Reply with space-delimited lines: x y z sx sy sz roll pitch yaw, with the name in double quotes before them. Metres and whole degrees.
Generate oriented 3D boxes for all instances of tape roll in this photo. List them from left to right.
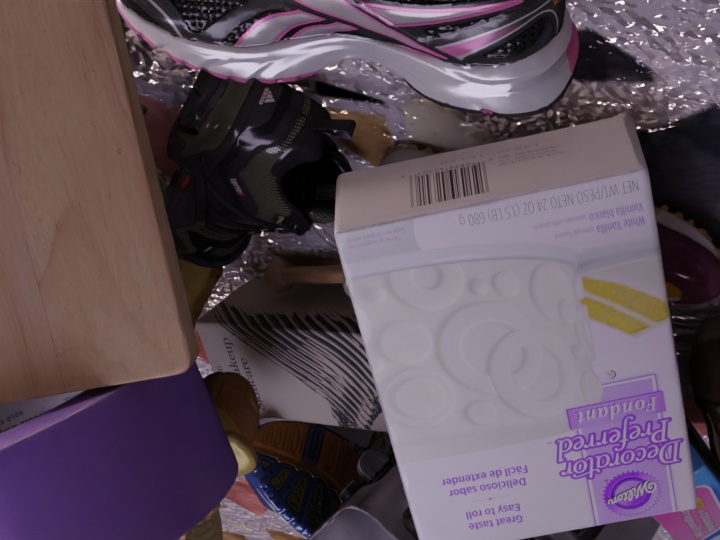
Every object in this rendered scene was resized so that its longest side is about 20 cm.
"tape roll" -0.172 0.107 0.790 0.199 0.200 0.085 -6 108 51

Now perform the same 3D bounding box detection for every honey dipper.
"honey dipper" 0.000 0.000 0.935 0.038 0.038 0.199 35 160 -31

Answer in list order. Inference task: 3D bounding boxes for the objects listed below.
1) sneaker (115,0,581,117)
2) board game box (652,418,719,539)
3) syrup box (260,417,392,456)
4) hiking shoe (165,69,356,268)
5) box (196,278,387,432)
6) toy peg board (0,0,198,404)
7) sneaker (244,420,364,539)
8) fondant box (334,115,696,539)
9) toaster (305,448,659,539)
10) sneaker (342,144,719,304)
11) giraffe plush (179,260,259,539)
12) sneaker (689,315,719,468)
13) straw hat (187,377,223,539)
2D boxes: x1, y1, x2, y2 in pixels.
"sneaker" -0.007 -0.129 0.594 0.199 0.081 0.087 8 144 12
"board game box" 0.189 0.116 0.889 0.200 0.040 0.153 45 -168 -45
"syrup box" 0.018 0.126 1.149 0.199 0.079 0.081 31 157 -22
"hiking shoe" -0.056 -0.042 0.824 0.100 0.076 0.200 24 158 3
"box" -0.013 0.056 0.993 0.199 0.068 0.083 0 118 42
"toy peg board" -0.189 -0.041 0.744 0.198 0.201 0.098 -10 -168 10
"sneaker" -0.024 0.169 1.075 0.200 0.076 0.088 35 157 -35
"fondant box" 0.079 0.037 0.715 0.143 0.058 0.201 -11 122 7
"toaster" 0.088 0.181 0.987 0.200 0.181 0.119 43 146 9
"sneaker" 0.089 0.003 0.769 0.199 0.091 0.075 14 158 20
"giraffe plush" -0.131 0.082 0.942 0.162 0.200 0.173 46 160 6
"sneaker" 0.233 0.102 0.874 0.070 0.076 0.200 -5 148 27
"straw hat" -0.119 0.122 1.079 0.085 0.202 0.201 -29 140 11
